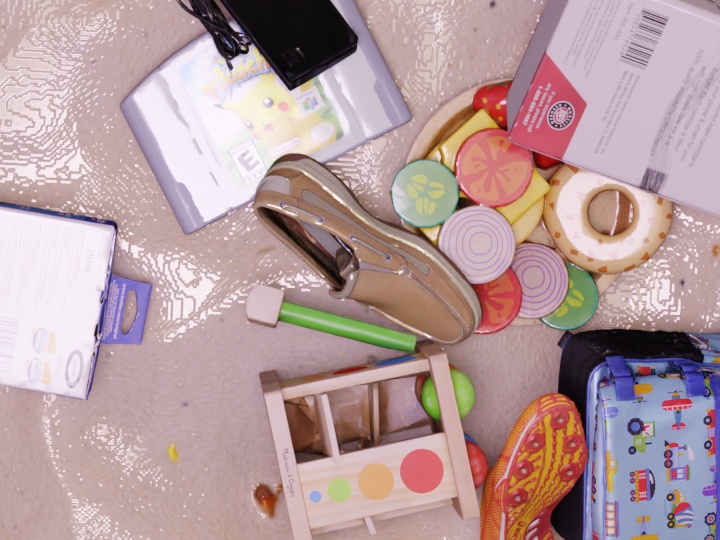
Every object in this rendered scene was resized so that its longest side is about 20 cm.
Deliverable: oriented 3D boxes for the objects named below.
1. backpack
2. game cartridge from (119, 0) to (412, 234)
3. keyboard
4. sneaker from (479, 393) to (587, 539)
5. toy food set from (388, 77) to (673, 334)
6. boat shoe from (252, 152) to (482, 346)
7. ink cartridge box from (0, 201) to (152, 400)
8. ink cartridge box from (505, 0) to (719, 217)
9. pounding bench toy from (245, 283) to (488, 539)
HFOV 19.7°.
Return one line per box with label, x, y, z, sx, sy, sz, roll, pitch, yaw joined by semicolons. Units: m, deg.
backpack;0.255;0.137;1.580;0.199;0.135;0.183;0;100;-12
game cartridge;-0.076;-0.130;1.593;0.200;0.040;0.134;-28;91;-2
keyboard;-0.098;-0.219;1.567;0.104;0.040;0.200;-31;78;-28
sneaker;0.118;0.160;1.555;0.073;0.077;0.200;-9;136;-21
toy food set;0.126;-0.049;1.605;0.198;0.049;0.200;-43;96;0
boat shoe;0.000;0.000;1.554;0.200;0.076;0.072;35;129;-5
ink cartridge box;-0.261;0.019;1.566;0.199;0.076;0.137;10;94;-6
ink cartridge box;0.225;-0.139;1.526;0.199;0.083;0.147;19;116;-8
pounding bench toy;0.005;0.093;1.567;0.156;0.124;0.201;-12;94;-3
